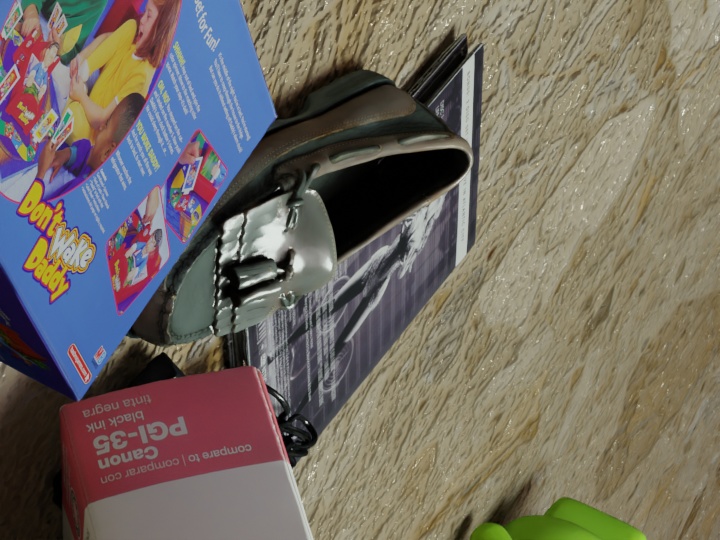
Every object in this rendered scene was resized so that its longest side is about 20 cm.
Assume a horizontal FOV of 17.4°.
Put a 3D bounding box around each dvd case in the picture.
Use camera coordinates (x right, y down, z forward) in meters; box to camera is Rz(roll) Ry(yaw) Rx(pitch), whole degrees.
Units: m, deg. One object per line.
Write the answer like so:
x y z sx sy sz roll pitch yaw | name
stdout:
0.000 0.000 1.123 0.200 0.016 0.149 -50 155 -32 | dvd case

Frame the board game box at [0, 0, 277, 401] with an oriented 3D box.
-0.096 -0.060 0.775 0.135 0.045 0.200 -57 158 -20 | board game box

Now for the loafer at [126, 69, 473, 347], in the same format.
-0.022 -0.025 0.972 0.200 0.063 0.072 -42 150 -46 | loafer

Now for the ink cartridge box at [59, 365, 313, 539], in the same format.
-0.054 0.161 0.894 0.083 0.200 0.147 -10 146 -14 | ink cartridge box

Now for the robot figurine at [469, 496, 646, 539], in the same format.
0.110 0.241 1.533 0.200 0.116 0.176 -50 154 -33 | robot figurine

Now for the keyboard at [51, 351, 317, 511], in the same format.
-0.061 0.095 1.029 0.104 0.040 0.200 -53 157 -9 | keyboard
